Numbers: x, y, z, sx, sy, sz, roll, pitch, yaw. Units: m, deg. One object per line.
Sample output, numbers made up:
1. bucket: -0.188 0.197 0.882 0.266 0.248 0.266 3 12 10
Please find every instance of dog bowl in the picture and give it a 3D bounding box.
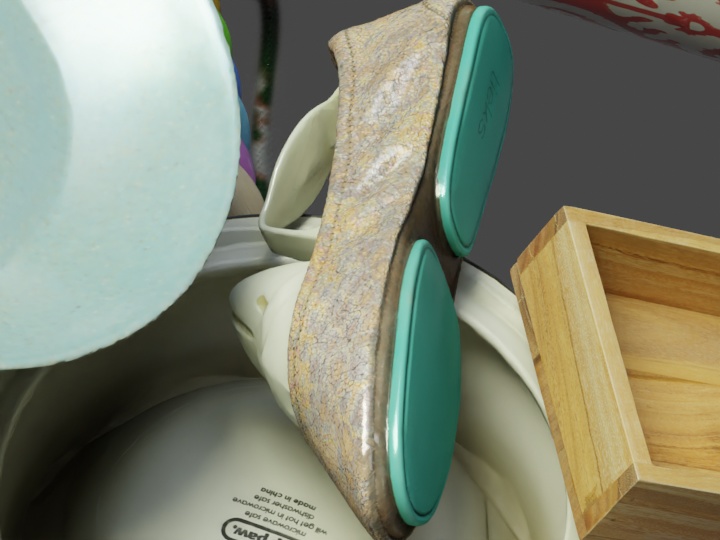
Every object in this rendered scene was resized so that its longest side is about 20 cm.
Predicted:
1. dog bowl: -0.023 0.082 0.852 0.200 0.074 0.200 2 52 -3

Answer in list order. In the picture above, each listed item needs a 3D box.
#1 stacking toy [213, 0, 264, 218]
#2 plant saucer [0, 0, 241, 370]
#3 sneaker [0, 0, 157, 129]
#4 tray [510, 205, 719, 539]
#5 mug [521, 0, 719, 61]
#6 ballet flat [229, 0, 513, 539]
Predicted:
1. stacking toy: -0.077 -0.079 0.975 0.085 0.085 0.200 -1 48 -4
2. plant saucer: -0.126 -0.057 0.761 0.201 0.039 0.201 19 53 -27
3. sneaker: -0.099 -0.092 0.843 0.087 0.074 0.200 -6 77 -26
4. tray: 0.146 0.046 0.866 0.200 0.037 0.099 11 47 -27
5. mug: 0.150 -0.149 0.998 0.200 0.133 0.178 21 90 8
6. ballet flat: 0.000 0.000 0.841 0.067 0.068 0.200 -4 44 18
